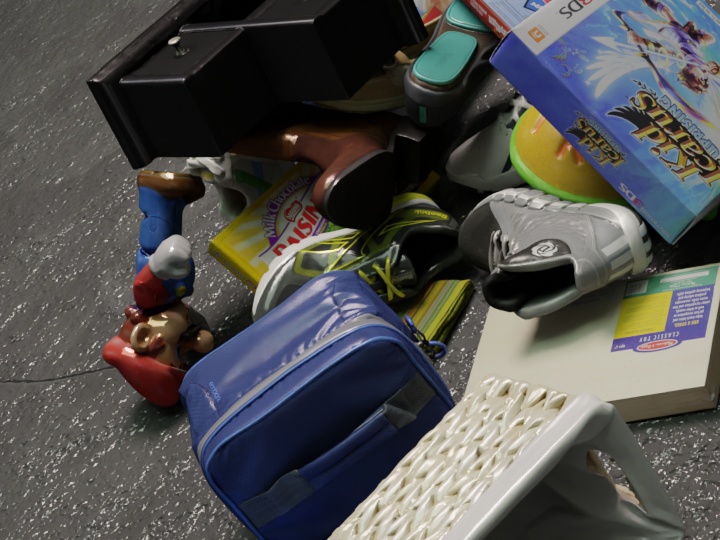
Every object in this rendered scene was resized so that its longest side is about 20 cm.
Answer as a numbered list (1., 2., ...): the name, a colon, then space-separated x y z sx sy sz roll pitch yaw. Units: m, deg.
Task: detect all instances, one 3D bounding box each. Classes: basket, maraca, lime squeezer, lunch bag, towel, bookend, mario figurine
1. basket: 0.088 0.179 1.236 0.200 0.136 0.123 -44 30 -18
2. maraca: 0.218 -0.094 1.525 0.199 0.107 0.137 11 52 14
3. lime squeezer: -0.021 -0.073 1.731 0.199 0.071 0.038 -13 -4 -27
4. lunch bag: -0.022 0.107 1.410 0.200 0.136 0.132 -37 33 5
5. towel: -0.001 0.041 1.604 0.199 0.018 0.086 -3 37 39
6. bookend: -0.086 -0.177 1.589 0.198 0.092 0.200 4 40 44
7. mario figurine: -0.153 0.017 1.639 0.106 0.123 0.201 6 92 41

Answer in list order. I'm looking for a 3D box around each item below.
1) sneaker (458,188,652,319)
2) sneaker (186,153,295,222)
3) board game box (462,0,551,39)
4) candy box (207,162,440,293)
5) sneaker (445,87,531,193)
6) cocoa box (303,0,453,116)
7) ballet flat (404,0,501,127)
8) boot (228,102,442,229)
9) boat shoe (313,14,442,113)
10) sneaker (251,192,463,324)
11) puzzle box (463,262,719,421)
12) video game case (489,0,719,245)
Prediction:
1. sneaker: 0.118 -0.010 1.470 0.115 0.075 0.200 -31 19 -33
2. sneaker: -0.125 -0.127 1.761 0.076 0.200 0.081 19 58 40
3. board game box: 0.143 -0.230 1.600 0.103 0.020 0.200 -11 34 -16
4. candy box: -0.030 -0.049 1.667 0.102 0.026 0.200 39 62 12
5. sneaker: 0.147 -0.158 1.639 0.198 0.130 0.080 -22 32 15
6. cocoa box: 0.012 -0.221 1.806 0.133 0.131 0.200 -24 25 55
7. ballet flat: 0.092 -0.189 1.648 0.073 0.073 0.200 -4 34 36
8. boot: -0.056 -0.105 1.609 0.199 0.069 0.188 14 35 23
9. boat shoe: 0.037 -0.186 1.677 0.200 0.063 0.073 -20 27 -37
10. sneaker: 0.000 0.000 1.568 0.200 0.075 0.085 -35 28 -19
11. puzzle box: 0.176 0.062 1.417 0.199 0.025 0.133 -11 37 29
12. video game case: 0.228 -0.143 1.471 0.181 0.200 0.045 -38 -10 -36
